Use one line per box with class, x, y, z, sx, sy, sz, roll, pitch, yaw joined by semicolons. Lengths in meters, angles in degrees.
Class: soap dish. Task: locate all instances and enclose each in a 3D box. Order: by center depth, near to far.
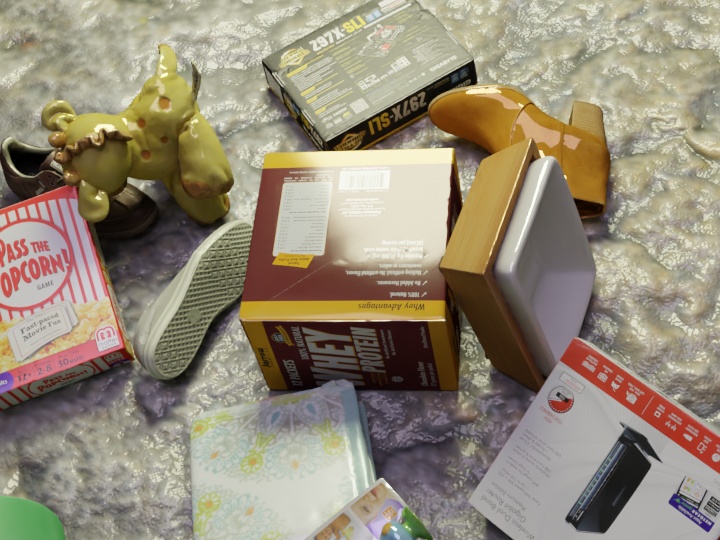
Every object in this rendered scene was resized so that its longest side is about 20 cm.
soap dish;0.152;-0.002;1.225;0.081;0.200;0.158;5;56;30

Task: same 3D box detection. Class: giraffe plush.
giraffe plush;-0.240;-0.124;1.365;0.162;0.200;0.173;-24;57;-16

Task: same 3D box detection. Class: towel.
towel;-0.071;0.196;1.200;0.170;0.048;0.200;-14;42;3

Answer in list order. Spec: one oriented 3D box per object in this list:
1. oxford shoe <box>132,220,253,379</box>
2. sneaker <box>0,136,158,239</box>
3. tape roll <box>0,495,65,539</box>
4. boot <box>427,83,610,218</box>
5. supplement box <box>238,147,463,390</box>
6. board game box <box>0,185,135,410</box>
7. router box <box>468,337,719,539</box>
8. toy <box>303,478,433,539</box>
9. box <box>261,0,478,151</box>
oxford shoe;-0.173;0.026;1.345;0.058;0.075;0.200;1;51;46
sneaker;-0.321;-0.094;1.445;0.199;0.076;0.071;16;61;21
tape roll;-0.354;0.269;1.131;0.200;0.201;0.048;-21;54;-4
boot;0.163;-0.120;1.372;0.200;0.071;0.145;5;55;8
supplement box;0.000;0.000;1.286;0.196;0.133;0.201;-1;56;10
board game box;-0.337;0.025;1.359;0.151;0.046;0.201;-21;68;-2
router box;0.222;0.187;1.121;0.200;0.049;0.180;35;97;29
toy;-0.028;0.259;1.037;0.200;0.047;0.115;-36;56;-14
box;0.010;-0.228;1.489;0.199;0.049;0.160;-30;54;-10
